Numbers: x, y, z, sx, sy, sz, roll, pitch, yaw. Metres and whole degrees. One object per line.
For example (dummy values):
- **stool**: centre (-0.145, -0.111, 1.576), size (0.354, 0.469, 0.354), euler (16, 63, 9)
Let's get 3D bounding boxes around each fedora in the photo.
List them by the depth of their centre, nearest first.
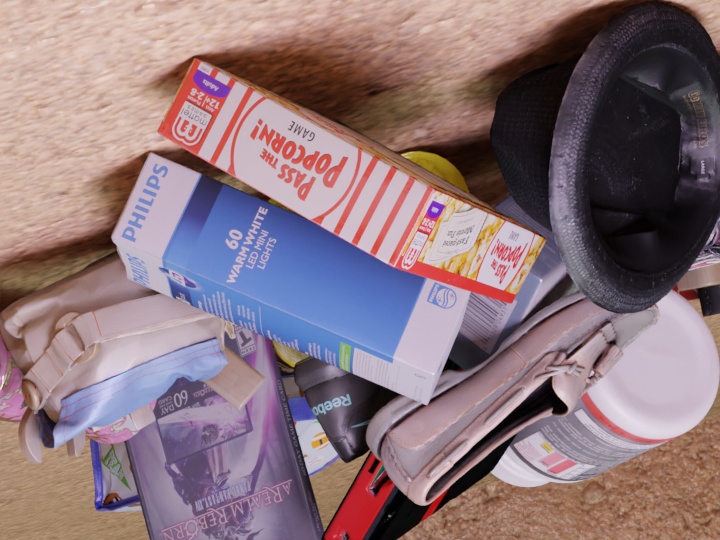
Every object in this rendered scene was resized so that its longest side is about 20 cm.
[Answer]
- **fedora**: centre (0.140, -0.071, 1.288), size (0.091, 0.201, 0.200), euler (13, -172, 37)

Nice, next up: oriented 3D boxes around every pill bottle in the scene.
- **pill bottle**: centre (0.163, 0.090, 1.583), size (0.115, 0.116, 0.200), euler (-11, 166, -29)

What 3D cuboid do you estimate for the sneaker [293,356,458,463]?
- **sneaker**: centre (0.026, 0.090, 1.523), size (0.075, 0.080, 0.200), euler (-27, 167, 34)

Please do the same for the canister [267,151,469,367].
- **canister**: centre (0.000, 0.000, 1.472), size (0.148, 0.087, 0.200), euler (-18, 167, -6)

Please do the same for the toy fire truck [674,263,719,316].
- **toy fire truck**: centre (0.305, 0.010, 1.914), size (0.176, 0.129, 0.200), euler (-9, 177, -36)

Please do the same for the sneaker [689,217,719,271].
- **sneaker**: centre (0.237, -0.033, 1.519), size (0.200, 0.075, 0.081), euler (-26, 125, 23)

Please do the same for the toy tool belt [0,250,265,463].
- **toy tool belt**: centre (-0.167, 0.066, 1.353), size (0.199, 0.123, 0.125), euler (-26, -173, -16)

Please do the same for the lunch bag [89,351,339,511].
- **lunch bag**: centre (-0.107, 0.129, 1.825), size (0.200, 0.124, 0.170), euler (-18, 170, 42)

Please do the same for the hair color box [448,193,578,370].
- **hair color box**: centre (0.128, -0.018, 1.406), size (0.200, 0.061, 0.099), euler (-36, 158, -46)

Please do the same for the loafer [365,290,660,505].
- **loafer**: centre (0.102, 0.076, 1.323), size (0.200, 0.063, 0.072), euler (-29, 147, -5)

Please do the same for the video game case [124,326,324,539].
- **video game case**: centre (-0.107, 0.140, 1.597), size (0.143, 0.201, 0.019), euler (-24, 164, 28)

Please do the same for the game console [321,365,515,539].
- **game console**: centre (0.062, 0.113, 1.474), size (0.177, 0.031, 0.200), euler (-31, 160, -38)

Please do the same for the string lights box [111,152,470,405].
- **string lights box**: centre (-0.040, 0.008, 1.263), size (0.199, 0.059, 0.103), euler (23, 168, 4)

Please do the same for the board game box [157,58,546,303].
- **board game box**: centre (0.001, -0.045, 1.165), size (0.046, 0.151, 0.200), euler (-62, 158, 5)

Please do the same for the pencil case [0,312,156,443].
- **pencil case**: centre (-0.222, 0.073, 1.490), size (0.087, 0.083, 0.200), euler (-54, 153, 10)
